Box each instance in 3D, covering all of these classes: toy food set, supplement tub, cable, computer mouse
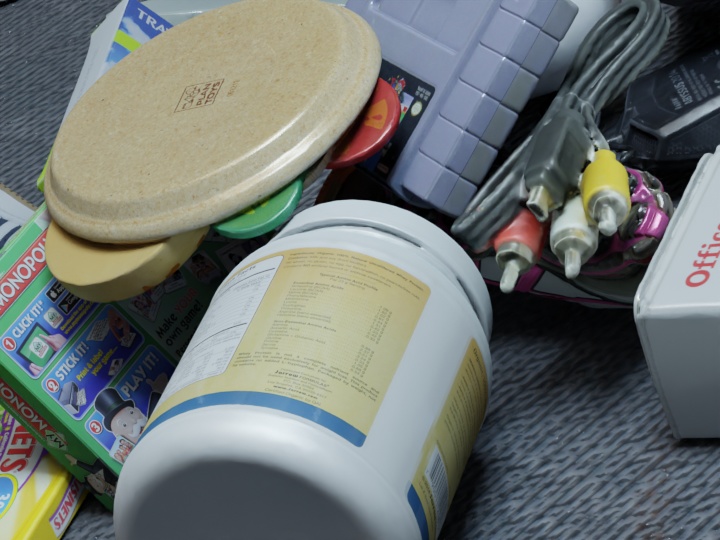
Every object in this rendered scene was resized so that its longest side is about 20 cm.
[{"bbox_3d":[-0.073,-0.072,1.455,0.197,0.049,0.200,-20,32,14],"label":"toy food set"},{"bbox_3d":[-0.020,0.072,1.320,0.144,0.145,0.200,-7,32,24],"label":"supplement tub"},{"bbox_3d":[0.107,-0.060,1.404,0.097,0.050,0.200,-27,21,34],"label":"cable"},{"bbox_3d":[0.196,-0.089,1.550,0.199,0.053,0.139,-26,25,12],"label":"computer mouse"}]

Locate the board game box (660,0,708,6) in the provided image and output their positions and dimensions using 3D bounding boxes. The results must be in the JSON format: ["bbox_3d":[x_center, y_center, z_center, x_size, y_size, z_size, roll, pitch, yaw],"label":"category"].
[{"bbox_3d":[0.232,-0.186,1.591,0.152,0.041,0.200,-11,0,15],"label":"board game box"}]

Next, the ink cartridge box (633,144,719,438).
[{"bbox_3d":[0.246,0.005,1.324,0.199,0.085,0.146,-1,35,28],"label":"ink cartridge box"}]

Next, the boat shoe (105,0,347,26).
[{"bbox_3d":[-0.060,-0.138,1.742,0.199,0.064,0.071,0,17,12],"label":"boat shoe"}]

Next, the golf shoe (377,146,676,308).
[{"bbox_3d":[0.093,-0.015,1.457,0.200,0.092,0.073,17,70,43],"label":"golf shoe"}]

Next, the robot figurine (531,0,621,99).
[{"bbox_3d":[0.081,-0.152,1.617,0.169,0.113,0.200,-39,7,-13],"label":"robot figurine"}]

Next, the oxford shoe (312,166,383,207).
[{"bbox_3d":[0.000,0.000,1.523,0.073,0.071,0.200,19,47,18],"label":"oxford shoe"}]

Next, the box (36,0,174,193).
[{"bbox_3d":[-0.113,-0.079,1.651,0.048,0.122,0.200,-46,18,29],"label":"box"}]

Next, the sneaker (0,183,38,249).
[{"bbox_3d":[-0.215,0.011,1.621,0.108,0.070,0.200,-36,32,-21],"label":"sneaker"}]

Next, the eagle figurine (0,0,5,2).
[{"bbox_3d":[-0.298,-0.254,2.081,0.199,0.151,0.152,-3,64,-30],"label":"eagle figurine"}]

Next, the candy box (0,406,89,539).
[{"bbox_3d":[-0.182,0.099,1.499,0.102,0.026,0.200,-2,35,25],"label":"candy box"}]

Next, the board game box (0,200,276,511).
[{"bbox_3d":[-0.123,0.014,1.496,0.029,0.135,0.200,-38,10,46],"label":"board game box"}]

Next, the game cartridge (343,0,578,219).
[{"bbox_3d":[0.032,-0.109,1.483,0.130,0.038,0.200,-57,27,2],"label":"game cartridge"}]
